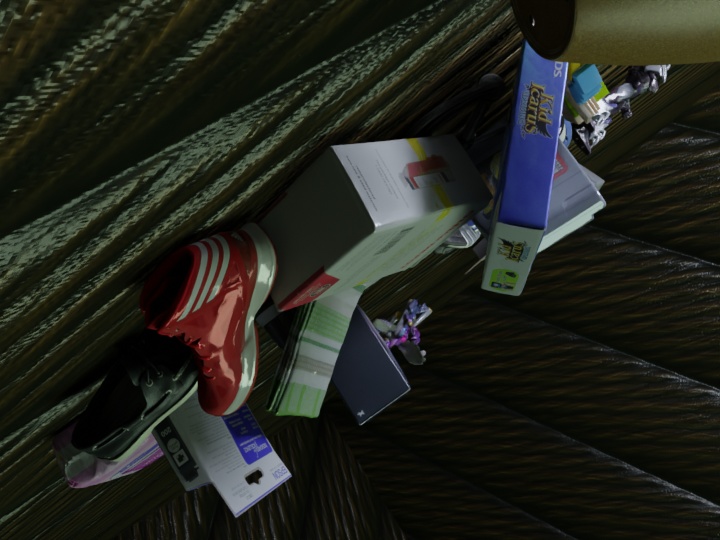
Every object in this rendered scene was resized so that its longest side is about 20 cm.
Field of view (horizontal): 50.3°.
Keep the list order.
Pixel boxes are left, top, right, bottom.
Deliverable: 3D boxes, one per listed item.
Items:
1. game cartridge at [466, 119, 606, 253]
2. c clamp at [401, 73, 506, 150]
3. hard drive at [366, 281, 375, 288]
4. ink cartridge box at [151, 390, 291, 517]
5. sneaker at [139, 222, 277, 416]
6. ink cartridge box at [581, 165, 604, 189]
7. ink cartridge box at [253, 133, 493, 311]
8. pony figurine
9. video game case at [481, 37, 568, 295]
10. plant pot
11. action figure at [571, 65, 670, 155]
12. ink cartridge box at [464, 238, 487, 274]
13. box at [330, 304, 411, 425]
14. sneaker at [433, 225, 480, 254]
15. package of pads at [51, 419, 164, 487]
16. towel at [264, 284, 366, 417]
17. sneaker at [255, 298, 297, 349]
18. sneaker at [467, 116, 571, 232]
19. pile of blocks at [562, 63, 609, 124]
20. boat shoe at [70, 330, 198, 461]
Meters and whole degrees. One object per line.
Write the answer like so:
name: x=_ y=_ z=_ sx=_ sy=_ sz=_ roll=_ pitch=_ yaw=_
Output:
game cartridge: x=0.180 y=-0.101 z=0.878 sx=0.132 sy=0.202 sz=0.041 roll=-35 pitch=129 yaw=15
c clamp: x=0.102 y=-0.152 z=0.810 sx=0.169 sy=0.027 sz=0.200 roll=-30 pitch=172 yaw=-4
hard drive: x=0.000 y=0.000 z=1.154 sx=0.131 sy=0.027 sz=0.200 roll=-35 pitch=170 yaw=-12
ink cartridge box: x=-0.181 y=0.200 z=0.944 sx=0.043 sy=0.202 sz=0.198 roll=-36 pitch=170 yaw=10
sneaker: x=-0.149 y=0.054 z=0.678 sx=0.114 sy=0.078 sz=0.203 roll=-12 pitch=126 yaw=-42
ink cartridge box: x=0.470 y=-0.160 z=1.764 sx=0.199 sy=0.084 sz=0.146 roll=-18 pitch=140 yaw=-59
ink cartridge box: x=0.011 y=-0.050 z=0.724 sx=0.198 sy=0.084 sz=0.145 roll=-17 pitch=162 yaw=-50
pony figurine: x=0.102 y=0.166 z=2.014 sx=0.200 sy=0.167 sz=0.193 roll=-48 pitch=-175 yaw=-28
video game case: x=0.155 y=-0.101 z=0.729 sx=0.182 sy=0.044 sz=0.204 roll=78 pitch=23 yaw=-71
plant pot: x=0.199 y=-0.209 z=0.488 sx=0.196 sy=0.190 sz=0.187 roll=-19 pitch=168 yaw=-7
action figure: x=0.408 y=-0.270 z=1.183 sx=0.199 sy=0.070 sz=0.130 roll=-37 pitch=166 yaw=-12
ink cartridge box: x=0.346 y=-0.088 z=1.891 sx=0.175 sy=0.045 sz=0.200 roll=-29 pitch=168 yaw=-42
box: x=-0.001 y=0.175 z=1.459 sx=0.122 sy=0.202 sz=0.198 roll=-34 pitch=171 yaw=-1
sneaker: x=0.143 y=-0.055 z=1.257 sx=0.115 sy=0.076 sz=0.199 roll=-40 pitch=171 yaw=37
package of pads: x=-0.291 y=0.207 z=0.970 sx=0.119 sy=0.076 sz=0.200 roll=-33 pitch=170 yaw=-2
towel: x=-0.050 y=0.092 z=0.993 sx=0.149 sy=0.030 sz=0.204 roll=29 pitch=79 yaw=-65
sneaker: x=-0.081 y=0.084 z=1.072 sx=0.066 sy=0.091 sz=0.200 roll=-36 pitch=171 yaw=10
sneaker: x=0.196 y=-0.150 z=1.011 sx=0.199 sy=0.081 sz=0.115 roll=-44 pitch=166 yaw=5
pile of blocks: x=0.246 y=-0.215 z=0.824 sx=0.062 sy=0.083 sz=0.200 roll=-36 pitch=170 yaw=7
boat shoe: x=-0.218 y=0.108 z=0.764 sx=0.199 sy=0.075 sz=0.066 roll=-46 pitch=150 yaw=11
